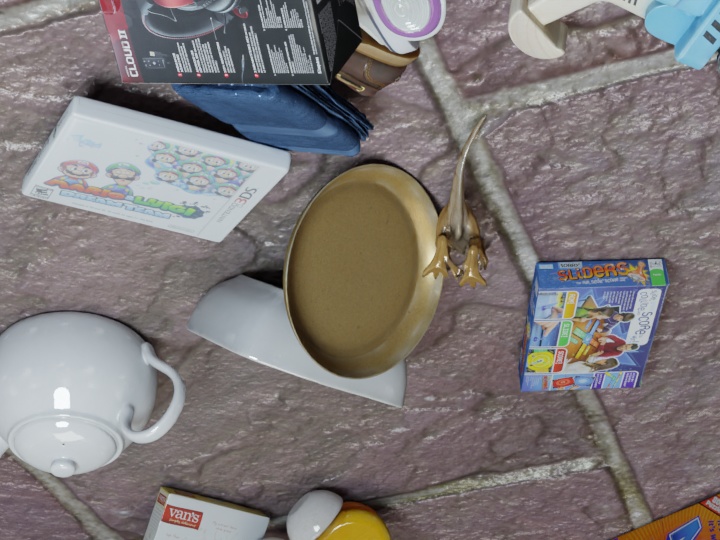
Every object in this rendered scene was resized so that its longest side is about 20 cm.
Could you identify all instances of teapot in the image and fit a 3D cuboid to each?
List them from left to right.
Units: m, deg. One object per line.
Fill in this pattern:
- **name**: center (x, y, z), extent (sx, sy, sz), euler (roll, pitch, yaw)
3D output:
- **teapot**: center (-0.303, 0.147, 1.759), extent (0.196, 0.147, 0.200), euler (11, 142, -19)

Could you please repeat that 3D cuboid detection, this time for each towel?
- **towel**: center (-0.072, -0.141, 1.392), extent (0.111, 0.049, 0.200), euler (6, 173, 21)

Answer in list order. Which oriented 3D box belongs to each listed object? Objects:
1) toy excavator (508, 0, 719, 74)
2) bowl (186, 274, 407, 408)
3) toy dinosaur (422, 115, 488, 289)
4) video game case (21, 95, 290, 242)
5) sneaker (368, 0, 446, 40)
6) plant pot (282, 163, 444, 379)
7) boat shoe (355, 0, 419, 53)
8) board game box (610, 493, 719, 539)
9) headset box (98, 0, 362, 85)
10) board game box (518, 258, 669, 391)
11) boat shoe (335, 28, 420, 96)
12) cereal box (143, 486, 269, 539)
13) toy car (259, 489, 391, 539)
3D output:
- **toy excavator**: center (0.240, -0.223, 1.330), extent (0.199, 0.100, 0.195), euler (22, 138, -11)
- **bowl**: center (-0.059, 0.063, 1.660), extent (0.199, 0.075, 0.199), euler (18, 179, -25)
- **toy dinosaur**: center (0.090, -0.045, 1.568), extent (0.060, 0.107, 0.200), euler (1, 152, 6)
- **video game case**: center (-0.187, -0.087, 1.508), extent (0.199, 0.024, 0.182), euler (14, 155, -21)
- **sneaker**: center (0.023, -0.277, 1.249), extent (0.074, 0.100, 0.201), euler (-3, 122, 15)
- **plant pot**: center (0.000, 0.000, 1.558), extent (0.027, 0.201, 0.200), euler (12, 163, 48)
- **boat shoe**: center (-0.022, -0.237, 1.299), extent (0.065, 0.072, 0.200), euler (-18, 140, 24)
- **board game box**: center (0.461, 0.439, 2.165), extent (0.199, 0.201, 0.199), euler (28, 135, -36)
- **headset box**: center (-0.113, -0.219, 1.240), extent (0.199, 0.075, 0.149), euler (2, 124, 23)
- **board game box**: center (0.242, 0.061, 1.762), extent (0.134, 0.035, 0.201), euler (-1, 145, -3)
- **boat shoe**: center (-0.046, -0.197, 1.352), extent (0.199, 0.071, 0.070), euler (27, 134, -31)
- **cereal box**: center (-0.209, 0.379, 2.069), extent (0.143, 0.201, 0.039), euler (17, -178, -27)
- **toy car**: center (-0.048, 0.371, 2.084), extent (0.200, 0.150, 0.175), euler (-44, 99, 1)
